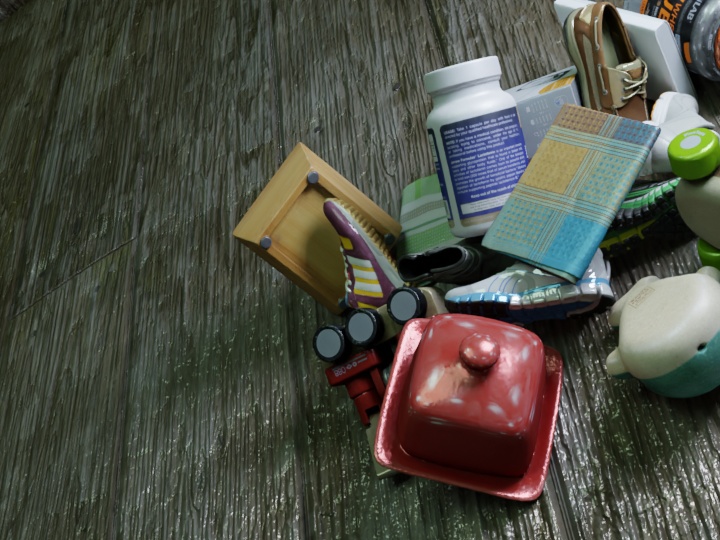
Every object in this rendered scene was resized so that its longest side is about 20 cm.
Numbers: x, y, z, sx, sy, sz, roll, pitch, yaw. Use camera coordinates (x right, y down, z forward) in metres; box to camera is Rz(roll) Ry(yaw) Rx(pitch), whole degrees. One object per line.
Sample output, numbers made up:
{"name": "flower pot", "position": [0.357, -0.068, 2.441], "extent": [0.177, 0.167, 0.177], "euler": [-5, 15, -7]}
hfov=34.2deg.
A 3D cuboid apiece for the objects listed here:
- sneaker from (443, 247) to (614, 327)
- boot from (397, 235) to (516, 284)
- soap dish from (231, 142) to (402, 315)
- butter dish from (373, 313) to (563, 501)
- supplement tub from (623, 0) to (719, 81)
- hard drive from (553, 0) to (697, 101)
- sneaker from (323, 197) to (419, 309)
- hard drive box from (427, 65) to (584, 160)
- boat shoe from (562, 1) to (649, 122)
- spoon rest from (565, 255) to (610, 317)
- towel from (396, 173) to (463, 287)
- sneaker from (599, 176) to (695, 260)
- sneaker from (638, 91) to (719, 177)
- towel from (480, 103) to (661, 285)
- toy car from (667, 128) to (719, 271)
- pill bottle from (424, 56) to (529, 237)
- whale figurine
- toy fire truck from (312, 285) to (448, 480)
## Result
{"name": "sneaker", "position": [0.194, 0.014, 1.360], "extent": [0.196, 0.075, 0.088], "euler": [-7, 61, 16]}
{"name": "boot", "position": [0.152, -0.017, 1.443], "extent": [0.198, 0.130, 0.069], "euler": [-18, 82, 33]}
{"name": "soap dish", "position": [-0.053, -0.050, 1.606], "extent": [0.158, 0.199, 0.081], "euler": [-52, 24, 2]}
{"name": "butter dish", "position": [0.125, 0.122, 1.282], "extent": [0.196, 0.149, 0.202], "euler": [12, 56, 7]}
{"name": "supplement tub", "position": [0.433, -0.315, 1.476], "extent": [0.122, 0.123, 0.200], "euler": [-44, 36, 0]}
{"name": "hard drive", "position": [0.343, -0.285, 1.525], "extent": [0.026, 0.133, 0.199], "euler": [-41, 36, -10]}
{"name": "sneaker", "position": [0.000, 0.000, 1.538], "extent": [0.090, 0.201, 0.075], "euler": [-38, 1, 10]}
{"name": "hard drive box", "position": [0.205, -0.193, 1.546], "extent": [0.197, 0.078, 0.156], "euler": [-18, 14, 21]}
{"name": "boat shoe", "position": [0.317, -0.238, 1.454], "extent": [0.075, 0.203, 0.074], "euler": [-26, 4, -30]}
{"name": "spoon rest", "position": [0.209, 0.029, 1.412], "extent": [0.198, 0.061, 0.101], "euler": [-24, 41, 27]}
{"name": "towel", "position": [0.110, -0.070, 1.629], "extent": [0.147, 0.031, 0.202], "euler": [-22, 42, 27]}
{"name": "sneaker", "position": [0.336, -0.084, 1.365], "extent": [0.197, 0.079, 0.086], "euler": [-16, 40, 14]}
{"name": "sneaker", "position": [0.386, -0.158, 1.385], "extent": [0.090, 0.077, 0.200], "euler": [6, 28, 27]}
{"name": "towel", "position": [0.239, -0.090, 1.329], "extent": [0.146, 0.022, 0.202], "euler": [25, 80, 45]}
{"name": "toy car", "position": [0.449, -0.103, 1.241], "extent": [0.199, 0.166, 0.157], "euler": [-38, 35, -13]}
{"name": "pill bottle", "position": [0.144, -0.151, 1.427], "extent": [0.114, 0.204, 0.116], "euler": [-13, 6, 2]}
{"name": "whale figurine", "position": [0.333, 0.067, 1.246], "extent": [0.159, 0.104, 0.200], "euler": [-44, 12, 2]}
{"name": "toy fire truck", "position": [0.047, 0.138, 1.437], "extent": [0.174, 0.128, 0.203], "euler": [-26, 79, 23]}
